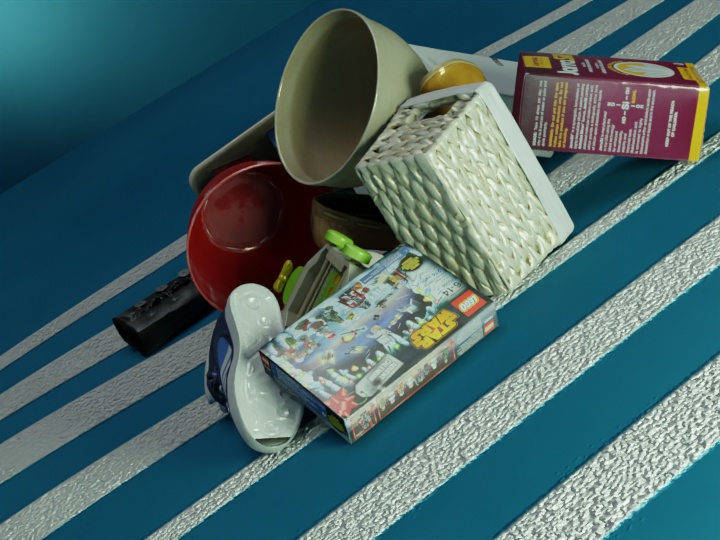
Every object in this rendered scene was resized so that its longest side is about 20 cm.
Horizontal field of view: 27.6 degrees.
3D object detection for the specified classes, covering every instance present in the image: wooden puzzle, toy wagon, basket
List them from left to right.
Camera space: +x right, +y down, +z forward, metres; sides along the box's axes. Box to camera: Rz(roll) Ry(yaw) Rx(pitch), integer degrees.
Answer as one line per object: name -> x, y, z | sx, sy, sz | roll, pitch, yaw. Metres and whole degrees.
wooden puzzle -> -0.129, -0.147, 2.010 | 0.200, 0.046, 0.185 | -40, -17, -2
toy wagon -> -0.049, 0.034, 1.605 | 0.156, 0.039, 0.200 | -63, 21, 5
basket -> 0.107, -0.078, 1.548 | 0.135, 0.200, 0.123 | -6, 35, 49

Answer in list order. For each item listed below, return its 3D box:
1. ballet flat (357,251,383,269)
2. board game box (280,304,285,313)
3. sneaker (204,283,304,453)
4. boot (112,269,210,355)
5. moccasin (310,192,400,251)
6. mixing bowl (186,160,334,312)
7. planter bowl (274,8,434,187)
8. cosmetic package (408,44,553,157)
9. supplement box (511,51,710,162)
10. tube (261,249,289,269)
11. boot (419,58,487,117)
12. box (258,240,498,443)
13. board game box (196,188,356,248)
ballet flat -> 0.000, 0.000, 1.654 | 0.069, 0.063, 0.200 | -38, 30, -26
board game box -> -0.068, 0.054, 1.724 | 0.199, 0.020, 0.103 | -32, 18, -10
sneaker -> -0.115, 0.130, 1.534 | 0.080, 0.147, 0.201 | 0, 53, -18
boot -> -0.249, 0.029, 1.993 | 0.200, 0.066, 0.165 | -40, 20, -18
moccasin -> 0.042, -0.067, 1.708 | 0.200, 0.078, 0.074 | 3, 37, 3
mixing bowl -> -0.127, -0.053, 1.776 | 0.199, 0.201, 0.108 | -31, 31, -6
planter bowl -> 0.012, -0.184, 1.681 | 0.134, 0.202, 0.200 | 11, -7, -35
cosmetic package -> 0.146, -0.205, 1.788 | 0.199, 0.081, 0.113 | 4, 32, -36
supplement box -> 0.270, -0.182, 1.611 | 0.199, 0.086, 0.110 | 4, 22, 1
tube -> -0.123, -0.048, 1.937 | 0.077, 0.051, 0.200 | -27, 34, 4
boot -> 0.143, -0.142, 1.620 | 0.071, 0.144, 0.201 | -33, -24, 11
box -> 0.018, 0.066, 1.448 | 0.200, 0.040, 0.137 | -37, 49, -22
board game box -> -0.107, -0.081, 1.911 | 0.199, 0.028, 0.135 | -18, 34, -5
